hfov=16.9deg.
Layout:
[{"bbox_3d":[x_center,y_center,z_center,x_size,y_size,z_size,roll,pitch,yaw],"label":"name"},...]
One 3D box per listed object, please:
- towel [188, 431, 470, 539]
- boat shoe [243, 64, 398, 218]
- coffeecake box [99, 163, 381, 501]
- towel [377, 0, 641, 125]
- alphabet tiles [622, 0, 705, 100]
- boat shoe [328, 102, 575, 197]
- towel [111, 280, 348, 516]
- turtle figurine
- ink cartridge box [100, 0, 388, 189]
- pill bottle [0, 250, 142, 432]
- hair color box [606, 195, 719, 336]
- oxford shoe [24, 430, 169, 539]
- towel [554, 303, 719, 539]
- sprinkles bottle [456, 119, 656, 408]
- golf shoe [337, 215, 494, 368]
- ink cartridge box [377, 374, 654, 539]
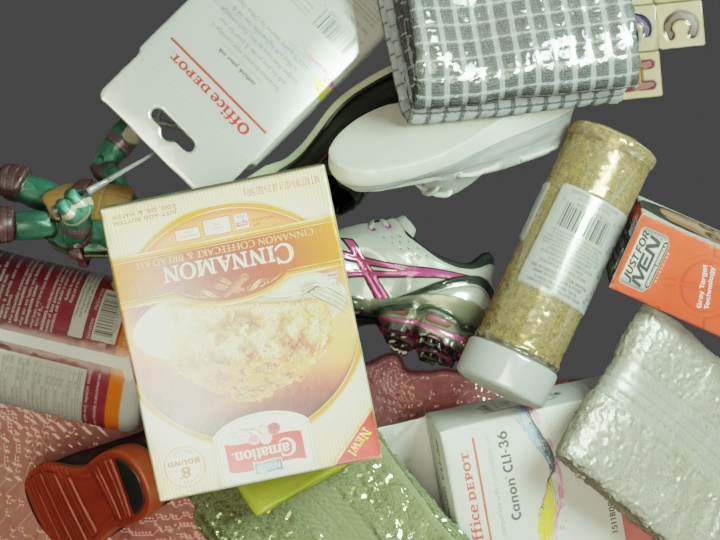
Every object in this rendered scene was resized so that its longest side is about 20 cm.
[{"bbox_3d":[-0.016,0.189,1.705,0.148,0.036,0.200,-37,71,-8],"label":"towel"},{"bbox_3d":[-0.018,-0.069,1.715,0.201,0.074,0.063,-41,62,-13],"label":"boat shoe"},{"bbox_3d":[-0.080,0.040,1.630,0.153,0.073,0.200,-12,94,-2],"label":"coffeecake box"},{"bbox_3d":[0.095,-0.207,1.654,0.166,0.086,0.200,-8,79,-9],"label":"towel"},{"bbox_3d":[0.143,-0.201,1.736,0.200,0.006,0.166,-5,99,5],"label":"alphabet tiles"},{"bbox_3d":[0.064,-0.086,1.695,0.072,0.200,0.069,36,139,37],"label":"boat shoe"},{"bbox_3d":[-0.090,0.070,1.704,0.086,0.018,0.200,-28,78,-19],"label":"towel"},{"bbox_3d":[-0.199,-0.052,1.727,0.200,0.150,0.101,-1,115,5],"label":"turtle figurine"},{"bbox_3d":[-0.078,-0.150,1.703,0.200,0.067,0.117,-45,94,-9],"label":"ink cartridge box"},{"bbox_3d":[-0.245,0.045,1.758,0.200,0.110,0.110,13,101,2],"label":"pill bottle"},{"bbox_3d":[0.276,0.018,1.717,0.200,0.102,0.061,23,100,-1],"label":"hair color box"},{"bbox_3d":[-0.178,0.157,1.762,0.073,0.200,0.071,-27,96,-36],"label":"oxford shoe"},{"bbox_3d":[0.235,0.132,1.722,0.200,0.034,0.133,40,73,-26],"label":"towel"},{"bbox_3d":[0.139,-0.004,1.710,0.068,0.068,0.200,26,84,0],"label":"sprinkles bottle"},{"bbox_3d":[0.000,0.000,1.760,0.200,0.073,0.092,19,73,3],"label":"golf shoe"},{"bbox_3d":[0.117,0.152,1.750,0.200,0.067,0.117,-12,100,-7],"label":"ink cartridge box"}]
